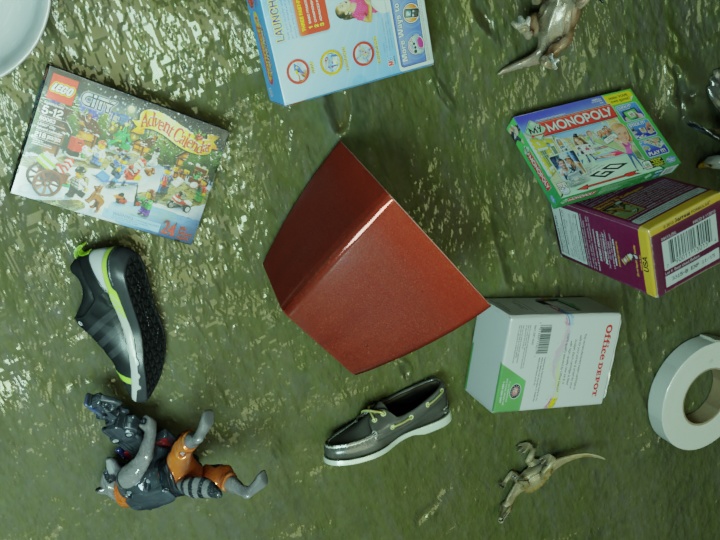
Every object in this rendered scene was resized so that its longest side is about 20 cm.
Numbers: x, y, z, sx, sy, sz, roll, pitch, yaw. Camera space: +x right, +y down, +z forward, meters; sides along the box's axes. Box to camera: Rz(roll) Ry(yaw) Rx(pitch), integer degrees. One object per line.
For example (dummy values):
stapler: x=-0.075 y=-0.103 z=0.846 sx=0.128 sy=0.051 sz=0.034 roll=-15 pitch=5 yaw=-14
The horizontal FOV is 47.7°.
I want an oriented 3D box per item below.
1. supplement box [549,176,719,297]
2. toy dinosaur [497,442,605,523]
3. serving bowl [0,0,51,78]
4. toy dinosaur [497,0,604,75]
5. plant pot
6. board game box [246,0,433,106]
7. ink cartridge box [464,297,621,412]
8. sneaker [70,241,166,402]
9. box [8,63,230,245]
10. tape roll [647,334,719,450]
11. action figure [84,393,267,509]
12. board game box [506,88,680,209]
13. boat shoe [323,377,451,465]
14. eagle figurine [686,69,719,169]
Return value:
supplement box: x=0.375 y=-0.059 z=1.111 sx=0.130 sy=0.200 sz=0.104 roll=-26 pitch=117 yaw=-16
toy dinosaur: x=0.283 y=0.314 z=1.287 sx=0.199 sy=0.058 sz=0.101 roll=-33 pitch=133 yaw=-4
serving bowl: x=-0.393 y=-0.270 z=0.751 sx=0.199 sy=0.066 sz=0.201 roll=-8 pitch=110 yaw=-23
toy dinosaur: x=0.257 y=-0.329 z=1.041 sx=0.086 sy=0.136 sz=0.201 roll=32 pitch=119 yaw=8
plant pot: x=0.000 y=0.000 z=0.967 sx=0.176 sy=0.200 sz=0.200 roll=-43 pitch=120 yaw=6
board game box: x=-0.027 y=-0.310 z=0.919 sx=0.195 sy=0.056 sz=0.201 roll=-19 pitch=114 yaw=-18
ink cartridge box: x=0.266 y=0.119 z=1.185 sx=0.199 sy=0.084 sz=0.146 roll=0 pitch=107 yaw=-25
sneaker: x=-0.279 y=0.057 z=0.928 sx=0.082 sy=0.072 sz=0.201 roll=0 pitch=115 yaw=10
box: x=-0.257 y=-0.121 z=0.881 sx=0.199 sy=0.038 sz=0.137 roll=16 pitch=99 yaw=-29
tape roll: x=0.580 y=0.209 z=1.394 sx=0.202 sy=0.037 sz=0.204 roll=-8 pitch=109 yaw=-23
action figure: x=-0.234 y=0.221 z=0.931 sx=0.193 sy=0.105 sz=0.200 roll=-21 pitch=132 yaw=27
board game box: x=0.314 y=-0.167 z=1.096 sx=0.199 sy=0.135 sz=0.029 roll=-17 pitch=157 yaw=-20
boat shoe: x=0.034 y=0.205 z=1.114 sx=0.200 sy=0.072 sz=0.061 roll=-18 pitch=110 yaw=-27
eagle figurine: x=0.575 y=-0.183 z=1.213 sx=0.150 sy=0.152 sz=0.200 roll=-26 pitch=123 yaw=7
